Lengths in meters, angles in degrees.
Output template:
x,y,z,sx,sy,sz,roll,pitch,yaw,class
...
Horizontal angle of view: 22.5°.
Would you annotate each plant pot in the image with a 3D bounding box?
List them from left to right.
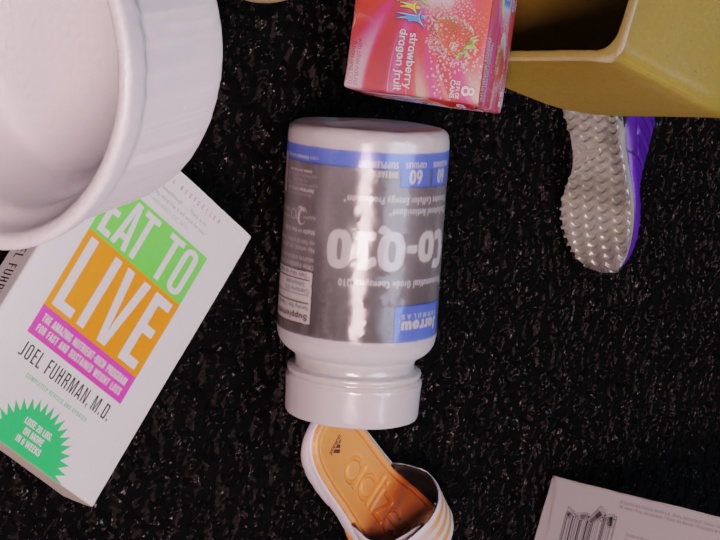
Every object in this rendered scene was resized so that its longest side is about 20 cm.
x,y,z,sx,sy,sz,roll,pitch,yaw,class
0.217,-0.207,1.355,0.199,0.195,0.196,24,80,-35,plant pot

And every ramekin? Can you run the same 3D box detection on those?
x,y,z,sx,sy,sz,roll,pitch,yaw,class
-0.167,-0.118,0.957,0.097,0.199,0.203,-18,112,-54,ramekin

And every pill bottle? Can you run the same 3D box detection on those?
x,y,z,sx,sy,sz,roll,pitch,yaw,class
0.000,0.000,1.243,0.113,0.113,0.203,-7,104,-49,pill bottle

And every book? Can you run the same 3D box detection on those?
x,y,z,sx,sy,sz,roll,pitch,yaw,class
-0.167,0.024,1.109,0.134,0.048,0.201,44,67,-41,book

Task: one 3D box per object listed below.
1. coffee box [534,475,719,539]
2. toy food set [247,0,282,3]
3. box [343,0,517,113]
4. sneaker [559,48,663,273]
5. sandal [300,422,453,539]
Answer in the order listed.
x,y,z,sx,sy,sz,roll,pitch,yaw,class
0.266,0.311,1.565,0.197,0.198,0.202,25,79,-50,coffee box
-0.063,-0.273,1.154,0.197,0.048,0.203,-2,100,-50,toy food set
0.058,-0.216,1.250,0.095,0.099,0.203,-7,106,-76,box
0.219,-0.101,1.514,0.099,0.069,0.202,-25,118,-47,sneaker
0.024,0.178,1.355,0.080,0.059,0.207,-60,137,-21,sandal
